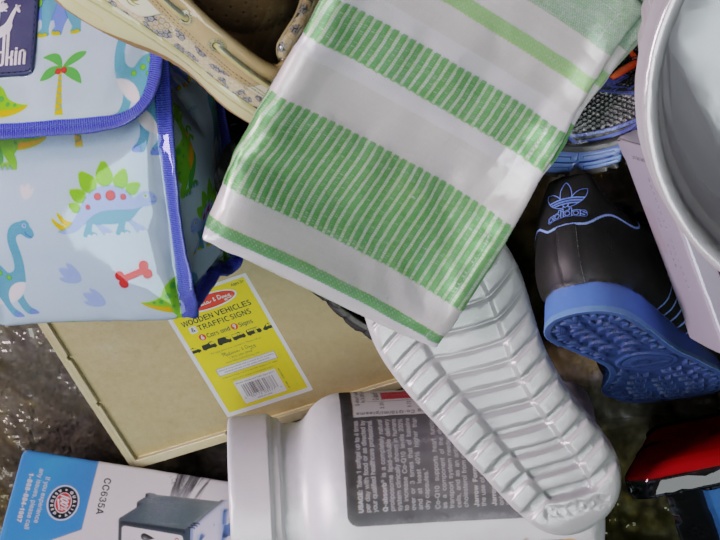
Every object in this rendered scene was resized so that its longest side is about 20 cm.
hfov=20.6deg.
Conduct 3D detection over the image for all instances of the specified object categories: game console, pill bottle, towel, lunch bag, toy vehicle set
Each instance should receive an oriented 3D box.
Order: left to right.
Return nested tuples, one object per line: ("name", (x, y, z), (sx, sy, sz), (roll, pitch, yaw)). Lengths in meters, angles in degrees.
("lunch bag", (-0.160, -0.077, 0.999), (0.169, 0.127, 0.201), (-2, 106, 11))
("toy vehicle set", (-0.070, 0.033, 1.109), (0.199, 0.027, 0.125), (-18, 119, 19))
("pill bottle", (0.029, 0.122, 1.081), (0.199, 0.117, 0.117), (-2, 124, -2))
("towel", (0.032, -0.071, 0.913), (0.152, 0.023, 0.201), (25, 106, -29))
("game console", (0.260, 0.127, 1.071), (0.199, 0.172, 0.119), (-14, 94, 17))

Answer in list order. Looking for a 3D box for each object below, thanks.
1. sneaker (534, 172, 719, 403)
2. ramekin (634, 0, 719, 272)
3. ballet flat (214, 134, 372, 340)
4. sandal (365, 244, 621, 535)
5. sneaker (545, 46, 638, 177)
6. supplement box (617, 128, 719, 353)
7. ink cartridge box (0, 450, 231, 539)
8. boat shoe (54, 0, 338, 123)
("sneaker", (0.141, 0.014, 1.016), (0.070, 0.078, 0.200), (-9, 160, 20))
("ramekin", (0.207, -0.089, 0.817), (0.199, 0.105, 0.201), (-1, 111, -2))
("ballet flat", (0.000, 0.000, 1.020), (0.200, 0.057, 0.066), (36, 106, -31))
("sandal", (0.060, 0.046, 1.008), (0.082, 0.050, 0.203), (-28, 100, 5))
("sneaker", (0.083, -0.091, 0.978), (0.199, 0.075, 0.079), (-11, 118, 14))
("supplement box", (0.234, -0.050, 0.928), (0.199, 0.061, 0.109), (-22, 99, -4))
("ink cartridge box", (-0.111, 0.197, 1.139), (0.199, 0.147, 0.086), (8, 144, 2))
("boat shoe", (-0.052, -0.118, 0.914), (0.199, 0.074, 0.063), (22, 151, -18))
